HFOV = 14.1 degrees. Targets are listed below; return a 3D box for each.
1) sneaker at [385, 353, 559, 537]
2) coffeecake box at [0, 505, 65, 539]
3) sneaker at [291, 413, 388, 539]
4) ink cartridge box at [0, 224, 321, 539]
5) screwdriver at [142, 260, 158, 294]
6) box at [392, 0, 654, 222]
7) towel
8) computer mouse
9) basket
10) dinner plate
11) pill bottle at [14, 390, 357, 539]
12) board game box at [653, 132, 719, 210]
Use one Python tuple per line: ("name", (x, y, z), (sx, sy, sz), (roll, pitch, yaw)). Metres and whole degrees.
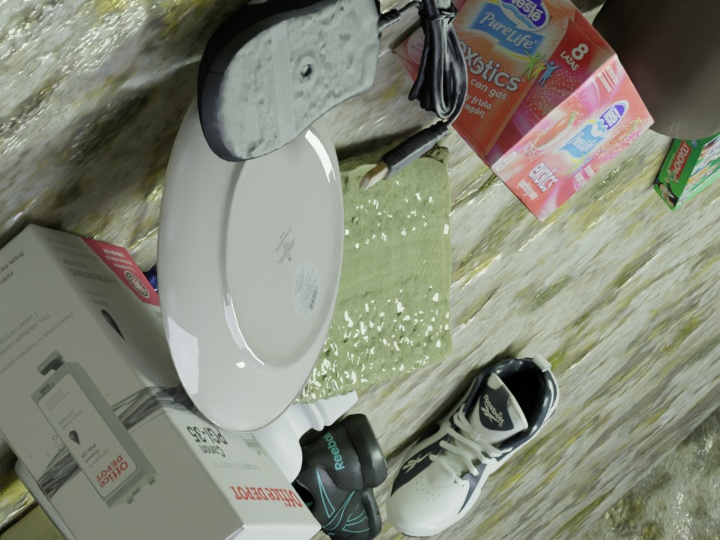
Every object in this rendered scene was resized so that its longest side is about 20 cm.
("sneaker", (0.101, 0.144, 2.550), (0.199, 0.080, 0.130), (-36, 164, -15))
("coffeecake box", (-0.237, 0.248, 2.011), (0.153, 0.073, 0.200), (-38, 166, -6))
("sneaker", (-0.027, 0.176, 2.371), (0.079, 0.076, 0.200), (-22, 155, -12))
("ink cartridge box", (-0.123, 0.083, 1.540), (0.083, 0.200, 0.146), (-39, 166, 9))
("screwdriver", (-0.109, -0.006, 1.645), (0.028, 0.029, 0.200), (-32, 169, -29))
("box", (0.102, -0.110, 1.749), (0.103, 0.095, 0.200), (-41, 166, 3))
("towel", (0.000, 0.000, 1.786), (0.036, 0.150, 0.200), (4, -167, 32))
("computer mouse", (-0.020, -0.097, 1.506), (0.200, 0.046, 0.141), (-38, 134, -35))
("basket", (0.239, -0.183, 1.818), (0.180, 0.136, 0.200), (-35, 170, -40))
("dinner plate", (-0.048, -0.014, 1.531), (0.200, 0.024, 0.202), (-19, 111, -62))
("pill bottle", (-0.106, 0.108, 1.826), (0.200, 0.120, 0.120), (-38, 166, -9))
("board game box", (0.335, -0.139, 2.392), (0.199, 0.029, 0.135), (-36, 166, -18))
